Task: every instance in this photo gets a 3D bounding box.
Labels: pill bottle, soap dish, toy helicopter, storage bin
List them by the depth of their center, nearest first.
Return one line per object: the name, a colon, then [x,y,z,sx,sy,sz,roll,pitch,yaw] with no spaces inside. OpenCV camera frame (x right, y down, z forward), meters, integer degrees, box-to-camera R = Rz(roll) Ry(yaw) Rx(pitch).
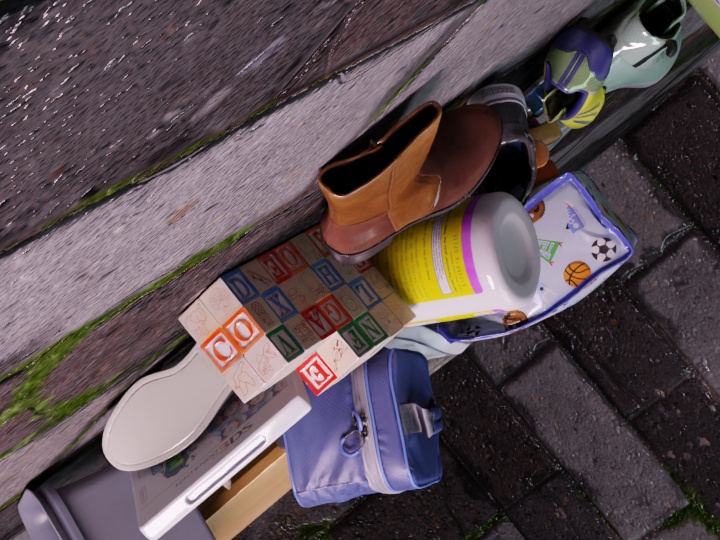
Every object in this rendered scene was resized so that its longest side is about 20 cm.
pill bottle: [0.051,-0.003,1.547,0.200,0.104,0.104,-10,-168,31]
storage bin: [-0.213,0.271,1.644,0.134,0.200,0.146,-27,171,-24]
toy helicopter: [0.104,-0.092,1.674,0.200,0.079,0.132,-27,180,-7]
soap dish: [-0.150,0.182,1.762,0.200,0.157,0.081,-41,161,5]

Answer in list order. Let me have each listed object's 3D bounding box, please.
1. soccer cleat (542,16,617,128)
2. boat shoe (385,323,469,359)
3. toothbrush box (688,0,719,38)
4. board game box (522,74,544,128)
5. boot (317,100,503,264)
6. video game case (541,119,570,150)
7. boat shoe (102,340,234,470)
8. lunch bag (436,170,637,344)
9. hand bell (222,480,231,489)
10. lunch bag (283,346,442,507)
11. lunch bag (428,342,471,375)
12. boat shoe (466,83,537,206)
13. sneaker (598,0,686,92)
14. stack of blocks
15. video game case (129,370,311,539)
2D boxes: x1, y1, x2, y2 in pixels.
soccer cleat: [0.189,-0.166,1.614,0.084,0.065,0.200,-56,171,-10]
boat shoe: [0.029,0.063,1.736,0.200,0.074,0.065,17,118,-47]
toothbrush box: [0.365,-0.264,1.634,0.086,0.146,0.200,-40,175,8]
board game box: [0.183,-0.166,1.851,0.200,0.026,0.200,-35,173,-48]
boot: [0.042,-0.095,1.352,0.188,0.069,0.200,-31,166,-9]
video game case: [0.151,-0.105,1.891,0.200,0.022,0.182,-38,176,-23]
boat shoe: [-0.142,0.100,1.531,0.200,0.073,0.062,-46,171,7]
lunch bag: [0.164,-0.006,1.734,0.200,0.124,0.170,-40,175,12]
hand bell: [-0.117,0.099,1.686,0.200,0.104,0.104,-58,178,-10]
lunch bag: [0.009,0.139,1.600,0.132,0.136,0.200,-11,176,10]
lunch bag: [0.005,0.053,1.860,0.200,0.140,0.168,-36,-158,-32]
boat shoe: [0.128,-0.088,1.547,0.070,0.066,0.200,-10,154,-4]
sneaker: [0.303,-0.239,1.769,0.118,0.074,0.200,-36,177,40]
stack of blocks: [-0.048,0.039,1.433,0.059,0.115,0.200,-43,174,30]
video game case: [-0.134,0.127,1.554,0.182,0.024,0.200,-41,-154,7]
